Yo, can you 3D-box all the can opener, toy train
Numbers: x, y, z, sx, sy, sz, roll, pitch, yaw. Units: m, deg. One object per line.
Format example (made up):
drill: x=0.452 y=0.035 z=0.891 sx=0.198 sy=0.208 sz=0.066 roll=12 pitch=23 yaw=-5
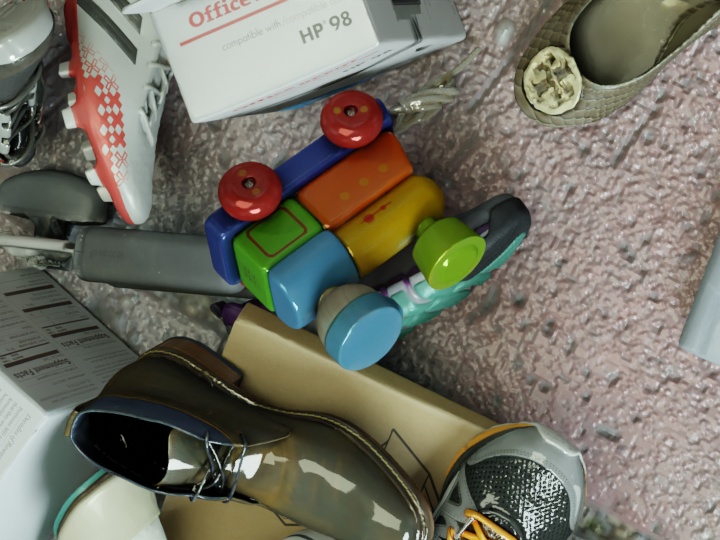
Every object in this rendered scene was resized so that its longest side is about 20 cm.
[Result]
can opener: x=-0.139 y=-0.024 z=1.356 sx=0.199 sy=0.053 sz=0.067 roll=4 pitch=86 yaw=32
toy train: x=0.026 y=-0.038 z=1.253 sx=0.200 sy=0.085 sz=0.116 roll=-36 pitch=61 yaw=-18

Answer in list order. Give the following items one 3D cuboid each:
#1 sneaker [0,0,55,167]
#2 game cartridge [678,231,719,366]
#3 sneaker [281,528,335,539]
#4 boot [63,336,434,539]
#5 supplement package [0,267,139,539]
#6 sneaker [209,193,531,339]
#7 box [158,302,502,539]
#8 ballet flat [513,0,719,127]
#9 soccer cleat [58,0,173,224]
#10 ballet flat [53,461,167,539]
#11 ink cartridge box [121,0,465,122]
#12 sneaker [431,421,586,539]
sneaker: x=-0.203 y=-0.103 z=1.342 sx=0.077 sy=0.200 sz=0.082 roll=-37 pitch=98 yaw=-20
game cartridge: x=0.283 y=0.017 z=1.237 sx=0.199 sy=0.042 sz=0.134 roll=22 pitch=107 yaw=16
sneaker: x=-0.079 y=0.219 z=1.328 sx=0.078 sy=0.079 sz=0.200 roll=49 pitch=136 yaw=15
boot: x=-0.063 y=0.110 z=1.242 sx=0.200 sy=0.097 sz=0.075 roll=27 pitch=119 yaw=24
supplement package: x=-0.238 y=0.114 z=1.368 sx=0.111 sy=0.156 sz=0.200 roll=41 pitch=107 yaw=12
sneaker: x=0.000 y=0.000 z=1.317 sx=0.200 sy=0.074 sz=0.088 roll=-37 pitch=78 yaw=20
box: x=-0.004 y=0.127 z=1.318 sx=0.199 sy=0.021 sz=0.164 roll=26 pitch=120 yaw=5
ballet flat: x=0.164 y=-0.142 z=1.255 sx=0.200 sy=0.046 sz=0.068 roll=-30 pitch=85 yaw=20
soccer cleat: x=-0.129 y=-0.126 z=1.335 sx=0.085 sy=0.069 sz=0.201 roll=-12 pitch=72 yaw=2
ballet flat: x=-0.140 y=0.158 z=1.334 sx=0.069 sy=0.200 sz=0.070 roll=3 pitch=74 yaw=-10
ink cartridge box: x=-0.032 y=-0.131 z=1.245 sx=0.116 sy=0.200 sz=0.067 roll=-21 pitch=90 yaw=20
sneaker: x=0.054 y=0.164 z=1.261 sx=0.078 sy=0.077 sz=0.200 roll=35 pitch=118 yaw=1
